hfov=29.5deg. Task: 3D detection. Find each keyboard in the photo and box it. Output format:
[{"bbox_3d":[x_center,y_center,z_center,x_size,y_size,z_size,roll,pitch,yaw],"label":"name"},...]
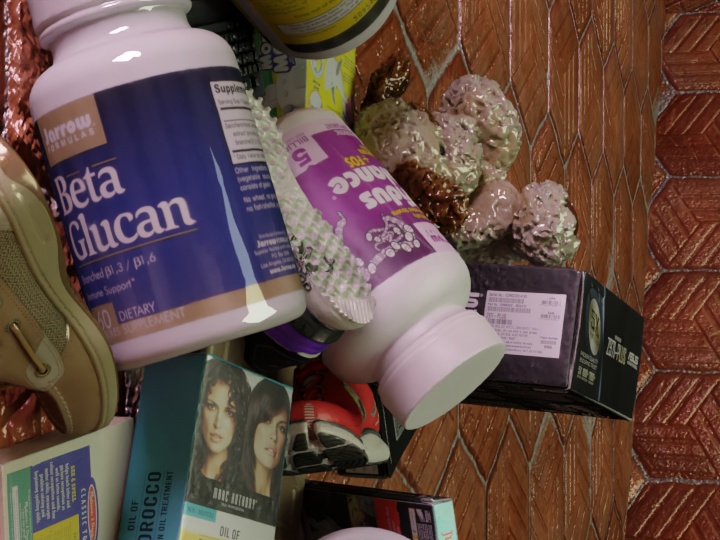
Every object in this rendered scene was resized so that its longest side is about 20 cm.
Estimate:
[{"bbox_3d":[-0.104,-0.108,0.882,0.200,0.020,0.128,-38,126,-65],"label":"keyboard"}]

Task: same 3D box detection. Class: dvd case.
[{"bbox_3d":[0.007,0.223,0.955,0.022,0.200,0.147,-9,91,-35],"label":"dvd case"}]

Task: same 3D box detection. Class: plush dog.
[{"bbox_3d":[0.055,-0.073,1.081,0.172,0.160,0.200,37,23,-46],"label":"plush dog"}]

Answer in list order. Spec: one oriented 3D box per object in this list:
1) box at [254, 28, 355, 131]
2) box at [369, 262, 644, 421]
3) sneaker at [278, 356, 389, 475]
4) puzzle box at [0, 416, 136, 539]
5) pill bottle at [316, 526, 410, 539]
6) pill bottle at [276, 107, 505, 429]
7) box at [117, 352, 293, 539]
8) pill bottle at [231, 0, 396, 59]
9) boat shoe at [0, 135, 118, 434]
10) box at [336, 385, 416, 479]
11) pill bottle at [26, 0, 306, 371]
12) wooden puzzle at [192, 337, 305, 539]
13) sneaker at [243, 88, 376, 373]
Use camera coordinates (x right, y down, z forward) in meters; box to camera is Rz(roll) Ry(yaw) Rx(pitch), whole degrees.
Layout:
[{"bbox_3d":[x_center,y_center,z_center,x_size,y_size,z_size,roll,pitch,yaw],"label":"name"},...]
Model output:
[{"bbox_3d":[-0.041,-0.127,1.028,0.117,0.048,0.201,18,71,-71],"label":"box"},{"bbox_3d":[0.095,0.053,1.037,0.164,0.199,0.087,28,68,-60],"label":"box"},{"bbox_3d":[-0.030,0.091,0.907,0.200,0.077,0.085,42,40,-80],"label":"sneaker"},{"bbox_3d":[-0.157,0.185,0.720,0.133,0.025,0.201,-11,100,-70],"label":"puzzle box"},{"bbox_3d":[-0.020,0.240,0.863,0.200,0.119,0.120,125,-23,-63],"label":"pill bottle"},{"bbox_3d":[0.000,0.000,0.880,0.200,0.112,0.112,50,9,19],"label":"pill bottle"},{"bbox_3d":[-0.091,0.153,0.767,0.082,0.049,0.201,28,62,-49],"label":"box"},{"bbox_3d":[-0.058,-0.228,0.865,0.200,0.114,0.115,43,50,-60],"label":"pill bottle"},{"bbox_3d":[-0.169,0.019,0.644,0.064,0.071,0.200,-37,144,-23],"label":"boat shoe"},{"bbox_3d":[0.013,0.053,1.173,0.158,0.050,0.201,-49,135,-61],"label":"box"},{"bbox_3d":[-0.106,-0.057,0.707,0.111,0.111,0.201,-16,89,-70],"label":"pill bottle"},{"bbox_3d":[-0.080,0.099,0.922,0.185,0.046,0.201,46,43,-64],"label":"wooden puzzle"},{"bbox_3d":[-0.081,-0.028,0.799,0.069,0.099,0.201,-1,56,-57],"label":"sneaker"}]
